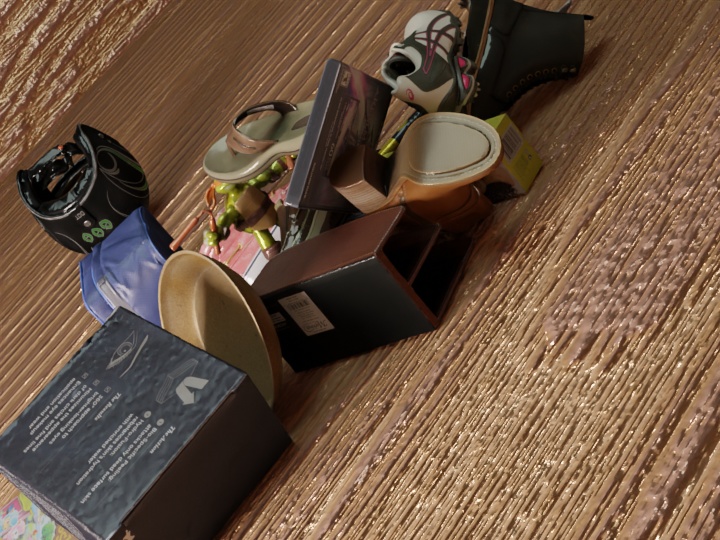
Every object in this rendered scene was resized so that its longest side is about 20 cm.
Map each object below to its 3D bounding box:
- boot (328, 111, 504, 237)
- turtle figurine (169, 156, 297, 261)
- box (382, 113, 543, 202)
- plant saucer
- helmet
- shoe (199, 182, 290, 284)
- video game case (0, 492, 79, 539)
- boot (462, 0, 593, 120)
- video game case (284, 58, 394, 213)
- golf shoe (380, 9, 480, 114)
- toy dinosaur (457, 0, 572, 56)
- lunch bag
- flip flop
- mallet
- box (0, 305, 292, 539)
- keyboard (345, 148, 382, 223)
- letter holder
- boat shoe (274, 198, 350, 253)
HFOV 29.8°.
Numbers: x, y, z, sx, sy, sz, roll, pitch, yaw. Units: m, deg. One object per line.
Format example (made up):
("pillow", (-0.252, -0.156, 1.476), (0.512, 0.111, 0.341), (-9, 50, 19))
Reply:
("boot", (0.088, -0.085, 1.315), (0.199, 0.154, 0.074), (-5, 67, 40))
("turtle figurine", (-0.120, -0.055, 1.525), (0.064, 0.161, 0.200), (-14, 34, 56))
("box", (0.092, -0.102, 1.423), (0.200, 0.075, 0.050), (-14, 34, 50))
("plant saucer", (-0.135, 0.070, 1.360), (0.035, 0.201, 0.200), (-23, 10, -34))
("helmet", (-0.429, -0.122, 2.145), (0.199, 0.191, 0.201), (-8, 70, 22))
("shoe", (-0.109, -0.073, 1.617), (0.201, 0.091, 0.071), (-57, -15, -6))
("video game case", (-0.305, 0.286, 1.345), (0.182, 0.022, 0.200), (-38, 43, 9))
("boot", (0.176, -0.199, 1.469), (0.077, 0.138, 0.201), (72, -154, -86))
("video game case", (-0.018, -0.130, 1.361), (0.200, 0.019, 0.144), (-1, -71, -73))
("golf shoe", (0.065, -0.230, 1.439), (0.200, 0.088, 0.077), (-105, 32, -55))
("toy dinosaur", (0.155, -0.242, 1.557), (0.199, 0.086, 0.136), (-14, 63, 5))
("lunch bag", (-0.283, 0.020, 1.722), (0.132, 0.136, 0.200), (-40, 22, 2))
("flip flop", (-0.100, -0.147, 1.419), (0.200, 0.058, 0.081), (-13, 48, 47))
("mallet", (0.039, -0.144, 1.583), (0.200, 0.041, 0.066), (-44, 26, -3))
("box", (-0.209, 0.167, 1.281), (0.200, 0.118, 0.197), (23, 64, 39))
("keyboard", (0.006, -0.102, 1.632), (0.199, 0.021, 0.127), (-19, 38, 41))
("letter holder", (0.000, 0.000, 1.354), (0.200, 0.101, 0.142), (-20, 29, 42))
("boat shoe", (-0.062, -0.051, 1.493), (0.203, 0.075, 0.075), (-60, -14, -16))
